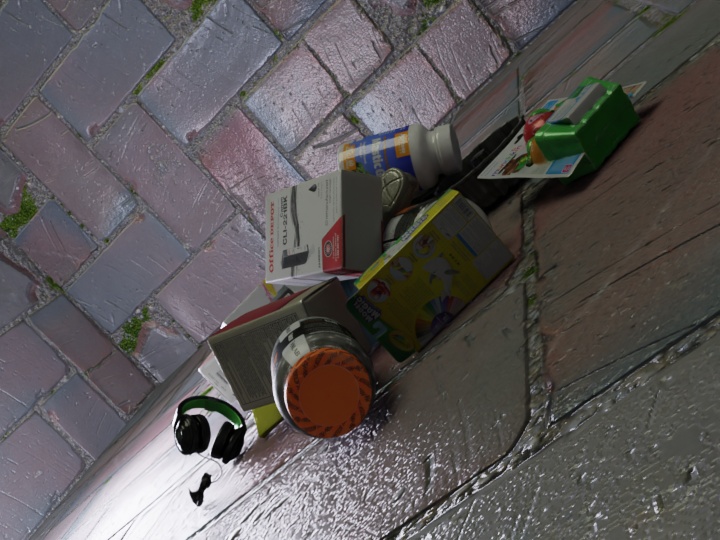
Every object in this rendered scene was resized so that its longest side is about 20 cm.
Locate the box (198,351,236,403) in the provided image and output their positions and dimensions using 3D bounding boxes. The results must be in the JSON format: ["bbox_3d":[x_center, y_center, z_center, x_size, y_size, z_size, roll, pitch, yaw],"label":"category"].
[{"bbox_3d":[-0.252,0.178,1.747,0.128,0.109,0.200,-40,10,27],"label":"box"}]

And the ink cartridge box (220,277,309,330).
[{"bbox_3d":[-0.158,0.104,1.499,0.200,0.146,0.147,-48,-3,-31],"label":"ink cartridge box"}]

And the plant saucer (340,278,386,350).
[{"bbox_3d":[0.001,0.021,1.191,0.070,0.202,0.019,-38,-29,32],"label":"plant saucer"}]

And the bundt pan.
[{"bbox_3d":[0.225,-0.171,1.333,0.202,0.076,0.202,-44,8,8],"label":"bundt pan"}]

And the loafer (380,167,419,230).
[{"bbox_3d":[0.027,-0.068,1.237,0.063,0.072,0.201,10,-59,-49],"label":"loafer"}]

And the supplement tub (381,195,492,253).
[{"bbox_3d":[0.100,-0.037,1.112,0.123,0.123,0.200,-45,8,-11],"label":"supplement tub"}]

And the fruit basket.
[{"bbox_3d":[0.272,-0.197,1.082,0.185,0.094,0.199,-46,28,-15],"label":"fruit basket"}]

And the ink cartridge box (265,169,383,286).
[{"bbox_3d":[-0.060,-0.059,1.184,0.083,0.146,0.199,5,-10,-39],"label":"ink cartridge box"}]

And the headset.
[{"bbox_3d":[-0.254,0.290,1.287,0.201,0.122,0.095,-108,39,-62],"label":"headset"}]

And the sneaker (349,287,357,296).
[{"bbox_3d":[0.004,0.050,1.289,0.200,0.083,0.121,-45,15,22],"label":"sneaker"}]

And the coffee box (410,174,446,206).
[{"bbox_3d":[0.113,-0.153,1.484,0.122,0.044,0.200,-26,-21,6],"label":"coffee box"}]

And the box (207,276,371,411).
[{"bbox_3d":[-0.105,0.110,1.154,0.199,0.129,0.109,-21,8,33],"label":"box"}]

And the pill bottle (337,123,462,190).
[{"bbox_3d":[0.069,-0.187,1.332,0.198,0.113,0.112,-13,19,18],"label":"pill bottle"}]

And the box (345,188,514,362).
[{"bbox_3d":[0.083,0.009,0.979,0.200,0.117,0.048,-44,15,-1],"label":"box"}]

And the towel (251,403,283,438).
[{"bbox_3d":[-0.099,0.177,1.240,0.200,0.018,0.086,-42,42,17],"label":"towel"}]

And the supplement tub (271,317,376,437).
[{"bbox_3d":[-0.047,0.129,0.950,0.122,0.123,0.200,-44,8,-3],"label":"supplement tub"}]
